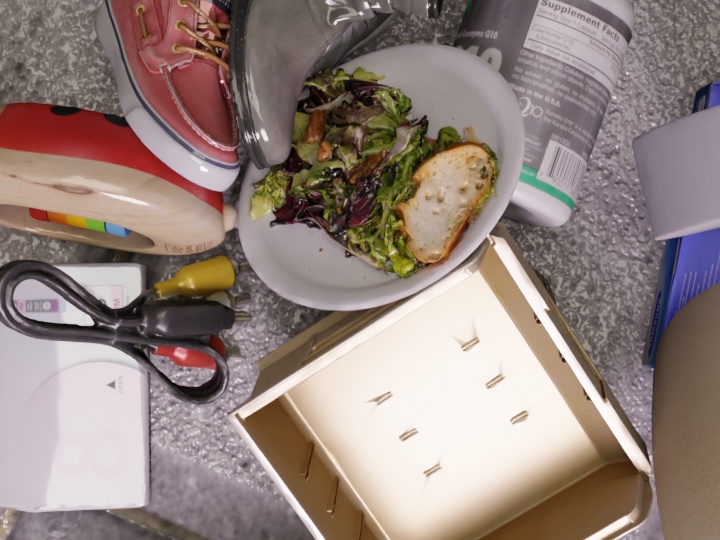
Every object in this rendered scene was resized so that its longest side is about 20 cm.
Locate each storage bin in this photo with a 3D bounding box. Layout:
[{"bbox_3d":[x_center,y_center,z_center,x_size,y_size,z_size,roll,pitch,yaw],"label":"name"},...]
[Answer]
[{"bbox_3d":[0.056,0.105,0.977,0.198,0.094,0.201,-32,102,13],"label":"storage bin"}]

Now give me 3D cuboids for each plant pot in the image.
[{"bbox_3d":[0.255,0.131,0.932,0.185,0.200,0.189,11,125,16],"label":"plant pot"}]

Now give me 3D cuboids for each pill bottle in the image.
[{"bbox_3d":[0.117,-0.141,1.027,0.112,0.113,0.202,20,85,-3],"label":"pill bottle"}]

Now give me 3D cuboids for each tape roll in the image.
[{"bbox_3d":[0.272,-0.074,0.948,0.198,0.200,0.067,-14,87,-5],"label":"tape roll"}]

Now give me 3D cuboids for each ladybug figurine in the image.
[{"bbox_3d":[-0.176,-0.061,0.994,0.198,0.136,0.073,11,78,-2],"label":"ladybug figurine"}]

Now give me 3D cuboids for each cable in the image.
[{"bbox_3d":[-0.152,0.037,0.993,0.198,0.050,0.098,3,102,-33],"label":"cable"}]

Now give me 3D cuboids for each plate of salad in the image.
[{"bbox_3d":[0.006,-0.067,0.958,0.198,0.048,0.202,-14,54,21],"label":"plate of salad"}]

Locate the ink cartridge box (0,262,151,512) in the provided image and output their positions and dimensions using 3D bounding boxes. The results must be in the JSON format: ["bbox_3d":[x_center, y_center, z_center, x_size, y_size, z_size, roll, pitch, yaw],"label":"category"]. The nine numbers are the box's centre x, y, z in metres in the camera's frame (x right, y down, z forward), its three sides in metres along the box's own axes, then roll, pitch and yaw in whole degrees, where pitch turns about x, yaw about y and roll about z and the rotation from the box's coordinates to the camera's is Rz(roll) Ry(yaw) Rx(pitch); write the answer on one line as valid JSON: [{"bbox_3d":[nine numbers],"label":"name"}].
[{"bbox_3d":[-0.240,0.078,1.025,0.198,0.057,0.165,-1,88,-9],"label":"ink cartridge box"}]

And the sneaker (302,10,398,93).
[{"bbox_3d":[-0.019,-0.178,1.034,0.074,0.082,0.201,36,85,-2],"label":"sneaker"}]

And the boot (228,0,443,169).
[{"bbox_3d":[-0.011,-0.163,0.945,0.129,0.068,0.202,0,74,9],"label":"boot"}]

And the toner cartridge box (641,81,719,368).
[{"bbox_3d":[0.264,-0.021,1.066,0.094,0.043,0.202,13,86,-2],"label":"toner cartridge box"}]

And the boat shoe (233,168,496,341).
[{"bbox_3d":[0.000,0.000,1.034,0.199,0.072,0.066,35,90,-1],"label":"boat shoe"}]

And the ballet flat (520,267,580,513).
[{"bbox_3d":[0.123,0.095,1.049,0.067,0.046,0.202,-8,88,-4],"label":"ballet flat"}]

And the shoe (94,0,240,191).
[{"bbox_3d":[-0.109,-0.144,0.976,0.071,0.201,0.091,19,119,-39],"label":"shoe"}]
